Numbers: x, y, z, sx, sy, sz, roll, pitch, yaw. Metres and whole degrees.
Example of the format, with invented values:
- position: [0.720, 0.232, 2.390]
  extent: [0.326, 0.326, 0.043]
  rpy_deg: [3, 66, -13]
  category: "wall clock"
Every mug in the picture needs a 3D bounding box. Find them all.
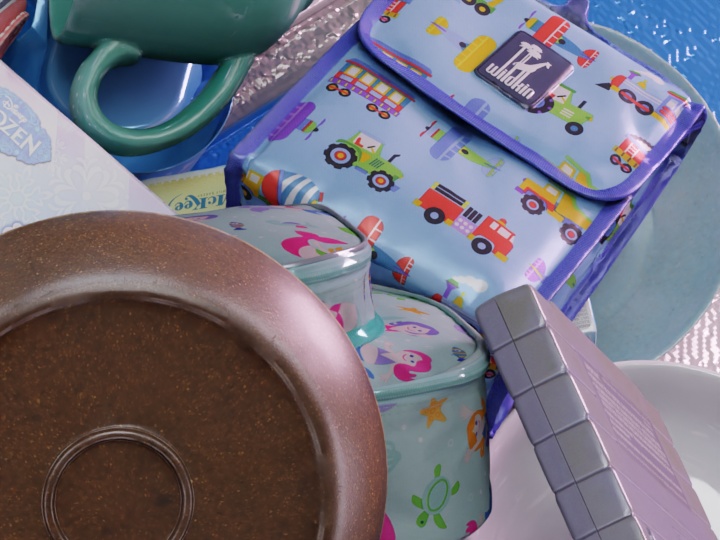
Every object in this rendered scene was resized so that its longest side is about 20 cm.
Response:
- position: [-0.076, -0.157, 1.277]
  extent: [0.114, 0.185, 0.152]
  rpy_deg: [8, 26, -14]
  category: "mug"

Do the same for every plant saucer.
- position: [0.080, -0.026, 1.329]
  extent: [0.201, 0.039, 0.201]
  rpy_deg: [-1, 67, 2]
  category: "plant saucer"
- position: [-0.087, 0.079, 0.989]
  extent: [0.200, 0.034, 0.201]
  rpy_deg: [-1, 97, -8]
  category: "plant saucer"

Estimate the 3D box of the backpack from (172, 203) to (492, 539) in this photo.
- position: [-0.047, 0.052, 1.097]
  extent: [0.200, 0.178, 0.151]
  rpy_deg: [0, 101, -11]
  category: "backpack"

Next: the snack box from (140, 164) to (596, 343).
- position: [0.000, 0.000, 1.280]
  extent: [0.200, 0.037, 0.116]
  rpy_deg: [-10, 68, -2]
  category: "snack box"

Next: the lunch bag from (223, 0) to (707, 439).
- position: [0.052, -0.051, 1.244]
  extent: [0.150, 0.094, 0.200]
  rpy_deg: [31, 58, 12]
  category: "lunch bag"

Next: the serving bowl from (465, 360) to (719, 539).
- position: [0.134, 0.142, 1.241]
  extent: [0.200, 0.066, 0.200]
  rpy_deg: [5, 59, -9]
  category: "serving bowl"

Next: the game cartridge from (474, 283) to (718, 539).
- position: [0.107, 0.089, 1.124]
  extent: [0.038, 0.200, 0.130]
  rpy_deg: [-32, 64, 9]
  category: "game cartridge"

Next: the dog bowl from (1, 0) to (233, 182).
- position: [-0.110, -0.118, 1.350]
  extent: [0.111, 0.050, 0.200]
  rpy_deg: [15, 58, -4]
  category: "dog bowl"

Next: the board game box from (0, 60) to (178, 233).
- position: [-0.156, 0.041, 1.194]
  extent: [0.200, 0.043, 0.199]
  rpy_deg: [41, 75, -5]
  category: "board game box"

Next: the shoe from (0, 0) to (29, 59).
- position: [-0.195, -0.041, 1.259]
  extent: [0.091, 0.071, 0.200]
  rpy_deg: [38, 74, -2]
  category: "shoe"
